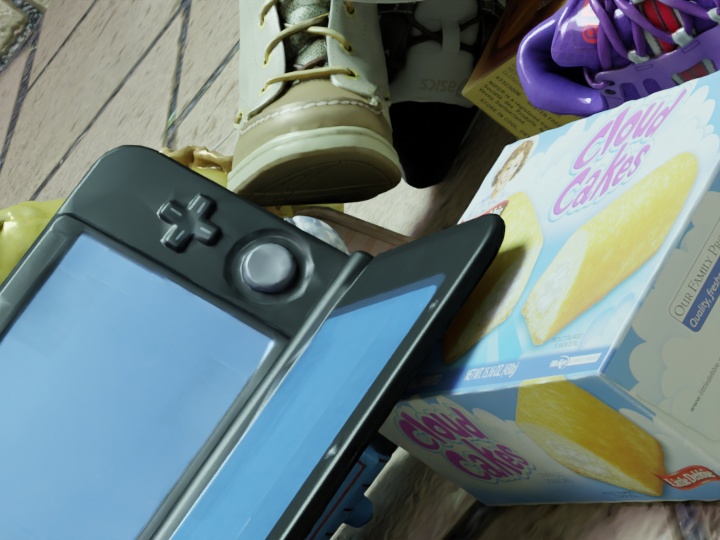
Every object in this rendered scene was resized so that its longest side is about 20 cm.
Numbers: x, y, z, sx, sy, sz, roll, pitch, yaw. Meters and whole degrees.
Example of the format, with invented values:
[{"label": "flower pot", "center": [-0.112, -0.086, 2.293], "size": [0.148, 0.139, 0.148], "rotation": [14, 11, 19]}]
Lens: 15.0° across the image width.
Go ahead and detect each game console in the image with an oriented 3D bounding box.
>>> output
[{"label": "game console", "center": [-0.071, 0.043, 0.903], "size": [0.200, 0.175, 0.117], "rotation": [-54, -19, -22]}]

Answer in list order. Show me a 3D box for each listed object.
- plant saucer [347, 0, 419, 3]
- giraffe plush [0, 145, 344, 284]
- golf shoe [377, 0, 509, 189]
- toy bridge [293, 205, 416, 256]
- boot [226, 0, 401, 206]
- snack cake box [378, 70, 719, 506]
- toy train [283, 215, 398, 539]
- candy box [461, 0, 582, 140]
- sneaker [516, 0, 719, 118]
[{"label": "plant saucer", "center": [0.032, -0.197, 1.097], "size": [0.199, 0.050, 0.201], "rotation": [-14, 50, 16]}, {"label": "giraffe plush", "center": [-0.091, 0.007, 1.302], "size": [0.161, 0.201, 0.173], "rotation": [-12, 31, 25]}, {"label": "golf shoe", "center": [0.042, -0.124, 1.219], "size": [0.201, 0.077, 0.095], "rotation": [95, 173, -45]}, {"label": "toy bridge", "center": [0.000, 0.000, 1.152], "size": [0.027, 0.067, 0.200], "rotation": [-57, 14, -12]}, {"label": "boot", "center": [-0.023, -0.106, 1.146], "size": [0.200, 0.072, 0.156], "rotation": [-152, 59, -90]}, {"label": "snack cake box", "center": [0.083, 0.009, 0.864], "size": [0.115, 0.067, 0.200], "rotation": [-60, 15, -16]}, {"label": "toy train", "center": [-0.051, 0.078, 1.042], "size": [0.200, 0.114, 0.087], "rotation": [-53, 17, 7]}, {"label": "candy box", "center": [0.130, -0.133, 1.061], "size": [0.200, 0.056, 0.117], "rotation": [-33, 24, 52]}, {"label": "sneaker", "center": [0.112, -0.082, 0.910], "size": [0.200, 0.083, 0.081], "rotation": [144, 120, -65]}]
